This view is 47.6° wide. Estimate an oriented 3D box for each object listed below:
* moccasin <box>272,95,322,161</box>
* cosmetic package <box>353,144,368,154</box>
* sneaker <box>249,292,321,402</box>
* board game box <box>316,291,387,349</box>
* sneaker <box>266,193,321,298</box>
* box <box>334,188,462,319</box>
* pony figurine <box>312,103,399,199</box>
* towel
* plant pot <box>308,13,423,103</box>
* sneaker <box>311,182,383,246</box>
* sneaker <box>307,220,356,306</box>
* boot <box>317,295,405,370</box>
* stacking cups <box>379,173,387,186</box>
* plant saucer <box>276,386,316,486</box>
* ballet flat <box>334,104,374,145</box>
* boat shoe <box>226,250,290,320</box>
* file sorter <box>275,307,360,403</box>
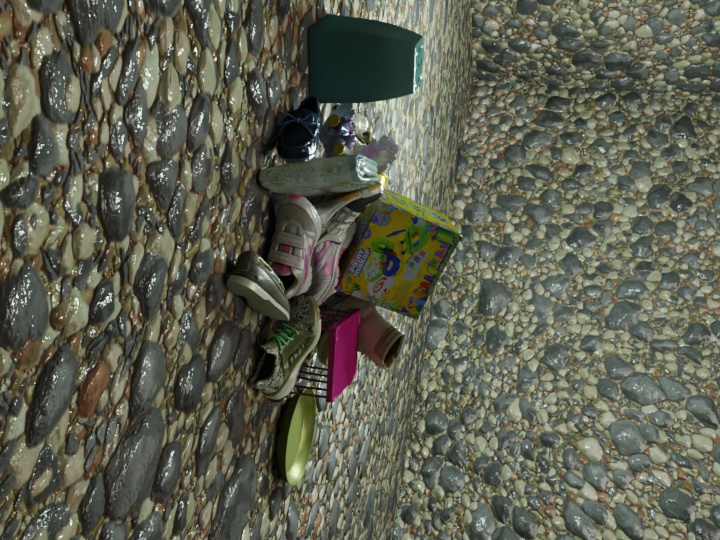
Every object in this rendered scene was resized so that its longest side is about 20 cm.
[{"bbox_3d":[-0.108,-0.248,1.405,0.201,0.080,0.069,-89,-179,-60],"label":"moccasin"},{"bbox_3d":[-0.009,-0.177,1.769,0.201,0.072,0.104,-85,174,-51],"label":"cosmetic package"},{"bbox_3d":[-0.134,0.132,1.428,0.088,0.076,0.202,29,82,-59],"label":"sneaker"},{"bbox_3d":[-0.019,0.084,1.794,0.199,0.035,0.127,-33,142,-23],"label":"board game box"},{"bbox_3d":[-0.119,-0.032,1.418,0.088,0.080,0.202,-57,153,-61],"label":"sneaker"},{"bbox_3d":[0.063,-0.040,1.642,0.201,0.191,0.122,-62,-157,18],"label":"box"},{"bbox_3d":[-0.040,-0.230,1.588,0.193,0.166,0.200,-50,168,-1],"label":"pony figurine"},{"bbox_3d":[-0.063,-0.159,1.401,0.200,0.169,0.049,-6,88,-77],"label":"towel"},{"bbox_3d":[0.016,-0.399,1.562,0.142,0.198,0.143,-61,155,-59],"label":"plant pot"},{"bbox_3d":[-0.041,-0.097,1.511,0.088,0.199,0.076,66,-8,-21],"label":"sneaker"},{"bbox_3d":[-0.084,-0.024,1.578,0.081,0.088,0.202,4,-106,68],"label":"sneaker"},{"bbox_3d":[0.000,0.160,1.710,0.072,0.154,0.201,-17,142,-52],"label":"boot"},{"bbox_3d":[0.019,-0.153,2.019,0.061,0.060,0.202,77,24,-57],"label":"stacking cups"},{"bbox_3d":[-0.134,0.338,1.677,0.200,0.031,0.202,7,90,-78],"label":"plant saucer"},{"bbox_3d":[-0.009,-0.317,1.802,0.200,0.063,0.077,29,63,-76],"label":"ballet flat"},{"bbox_3d":[-0.155,0.030,1.324,0.202,0.071,0.061,57,47,-65],"label":"boat shoe"},{"bbox_3d":[-0.084,0.155,1.584,0.200,0.124,0.141,-28,124,-76],"label":"file sorter"}]
